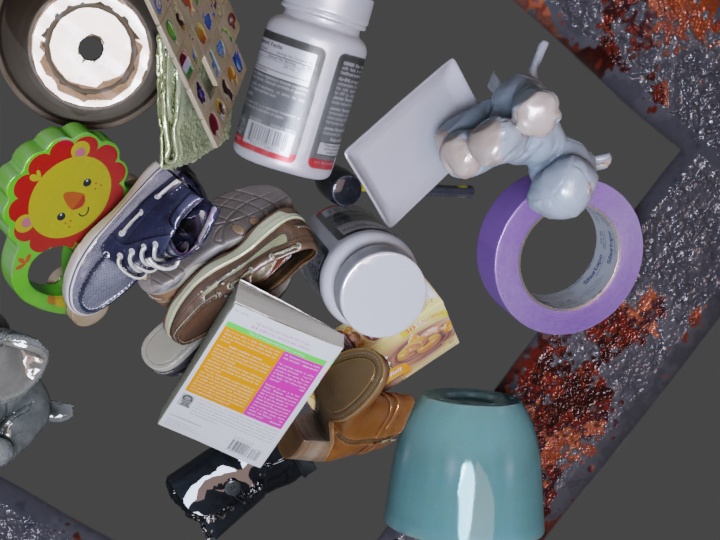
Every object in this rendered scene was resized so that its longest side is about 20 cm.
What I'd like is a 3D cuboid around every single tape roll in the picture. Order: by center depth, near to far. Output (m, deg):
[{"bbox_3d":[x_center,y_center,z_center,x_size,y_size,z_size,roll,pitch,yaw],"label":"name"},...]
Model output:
[{"bbox_3d":[0.250,-0.024,1.394,0.199,0.066,0.201,-4,107,-14],"label":"tape roll"}]

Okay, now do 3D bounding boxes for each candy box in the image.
[{"bbox_3d":[0.015,0.099,1.344,0.200,0.055,0.116,-32,147,-4],"label":"candy box"}]

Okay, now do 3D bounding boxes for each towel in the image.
[{"bbox_3d":[-0.169,-0.189,1.163,0.036,0.200,0.149,5,107,8],"label":"towel"}]

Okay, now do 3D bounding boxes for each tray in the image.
[{"bbox_3d":[0.066,-0.150,1.293,0.200,0.022,0.108,-44,114,-27],"label":"tray"}]

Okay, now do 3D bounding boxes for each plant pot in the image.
[{"bbox_3d":[-0.276,-0.234,1.129,0.199,0.174,0.201,-4,106,-14],"label":"plant pot"},{"bbox_3d":[0.131,0.234,1.375,0.200,0.201,0.162,2,94,-16],"label":"plant pot"}]

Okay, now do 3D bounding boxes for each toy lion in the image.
[{"bbox_3d":[-0.313,-0.053,1.181,0.200,0.069,0.192,-56,144,6],"label":"toy lion"}]

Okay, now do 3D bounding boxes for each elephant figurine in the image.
[{"bbox_3d":[-0.408,0.103,1.209,0.141,0.155,0.201,7,115,5],"label":"elephant figurine"}]

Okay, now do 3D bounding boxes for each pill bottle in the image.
[{"bbox_3d":[-0.060,-0.211,1.218,0.114,0.114,0.201,14,102,-19],"label":"pill bottle"},{"bbox_3d":[0.000,0.000,1.259,0.114,0.200,0.114,-4,107,-14],"label":"pill bottle"}]

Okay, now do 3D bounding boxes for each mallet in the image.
[{"bbox_3d":[0.040,-0.101,1.334,0.199,0.066,0.041,-1,108,-30],"label":"mallet"}]

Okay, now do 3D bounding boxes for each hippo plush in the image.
[{"bbox_3d":[0.189,-0.130,1.277,0.159,0.200,0.161,-30,111,22],"label":"hippo plush"}]

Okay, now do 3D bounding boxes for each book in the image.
[{"bbox_3d":[-0.123,0.123,1.237,0.133,0.048,0.200,27,119,-14],"label":"book"}]

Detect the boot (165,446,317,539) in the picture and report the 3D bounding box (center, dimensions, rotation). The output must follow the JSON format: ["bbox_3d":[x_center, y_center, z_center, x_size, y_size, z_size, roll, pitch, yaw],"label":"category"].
[{"bbox_3d":[-0.165,0.216,1.345,0.168,0.076,0.200,-32,118,-8],"label":"boot"}]

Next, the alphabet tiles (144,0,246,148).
[{"bbox_3d":[-0.158,-0.242,1.106,0.008,0.200,0.167,-13,125,15],"label":"alphabet tiles"}]

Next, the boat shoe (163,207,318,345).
[{"bbox_3d":[-0.132,0.019,1.236,0.202,0.075,0.075,-44,148,6],"label":"boat shoe"}]

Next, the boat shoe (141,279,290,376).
[{"bbox_3d":[-0.166,0.057,1.319,0.200,0.073,0.063,-36,155,-8],"label":"boat shoe"}]

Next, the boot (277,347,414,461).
[{"bbox_3d":[0.010,0.154,1.295,0.154,0.074,0.200,4,143,-41],"label":"boot"}]

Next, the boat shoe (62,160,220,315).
[{"bbox_3d":[-0.231,-0.021,1.165,0.075,0.093,0.200,31,96,-47],"label":"boat shoe"}]

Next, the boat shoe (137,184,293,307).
[{"bbox_3d":[-0.164,-0.028,1.284,0.200,0.076,0.072,-31,145,-10],"label":"boat shoe"}]
